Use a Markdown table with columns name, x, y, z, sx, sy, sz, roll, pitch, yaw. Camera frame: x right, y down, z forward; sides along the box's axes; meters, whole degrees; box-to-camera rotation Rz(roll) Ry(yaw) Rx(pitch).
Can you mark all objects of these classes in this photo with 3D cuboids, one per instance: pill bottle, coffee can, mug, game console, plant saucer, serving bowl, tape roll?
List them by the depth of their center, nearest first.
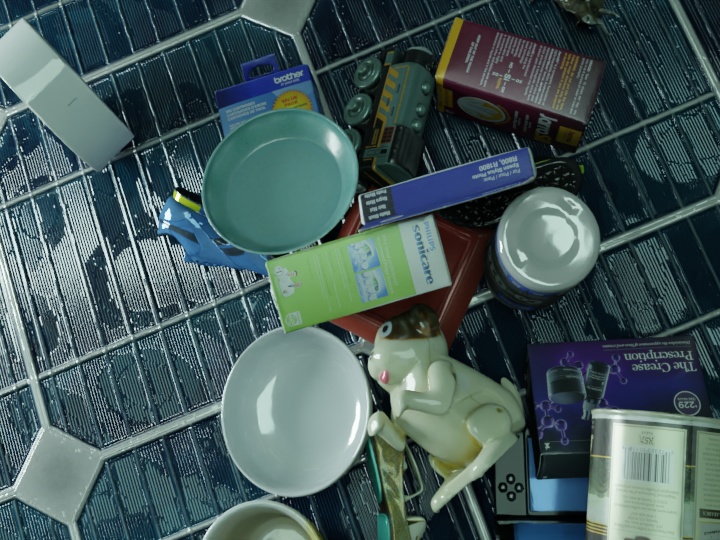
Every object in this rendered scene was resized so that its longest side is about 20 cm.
| name | x | y | z | sx | sy | sz | roll | pitch | yaw |
| --- | --- | --- | --- | --- | --- | --- | --- | --- | --- |
| coffee can | 0.296 | 0.247 | 0.876 | 0.143 | 0.146 | 0.205 | 5 | 80 | 8 |
| game console | 0.253 | 0.265 | 1.014 | 0.195 | 0.117 | 0.181 | -1 | 78 | 6 |
| mug | -0.089 | 0.356 | 1.015 | 0.148 | 0.153 | 0.188 | -36 | 77 | -2 |
| pill bottle | 0.202 | -0.016 | 1.032 | 0.111 | 0.200 | 0.117 | 0 | 79 | 2 |
| plant saucer | -0.095 | -0.104 | 1.080 | 0.195 | 0.036 | 0.205 | -4 | 65 | 9 |
| serving bowl | -0.071 | 0.173 | 1.088 | 0.195 | 0.066 | 0.205 | -4 | 77 | 19 |
| plant saucer | 0.052 | -0.003 | 1.135 | 0.196 | 0.037 | 0.203 | 25 | 81 | 11 |
| tape roll | -0.387 | -0.226 | 1.147 | 0.071 | 0.203 | 0.203 | -43 | 77 | -5 |

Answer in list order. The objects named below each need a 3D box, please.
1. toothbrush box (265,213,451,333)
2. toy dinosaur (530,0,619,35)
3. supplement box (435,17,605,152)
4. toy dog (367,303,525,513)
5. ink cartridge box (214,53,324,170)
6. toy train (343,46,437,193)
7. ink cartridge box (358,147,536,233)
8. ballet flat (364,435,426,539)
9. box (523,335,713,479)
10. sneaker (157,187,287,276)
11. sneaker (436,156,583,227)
| name | x | y | z | sx | sy | sz | roll | pitch | yaw |
| --- | --- | --- | --- | --- | --- | --- | --- | --- | --- |
| toothbrush box | 0.000 | 0.000 | 1.040 | 0.196 | 0.146 | 0.088 | -17 | 92 | 2 |
| toy dinosaur | 0.286 | -0.403 | 1.182 | 0.100 | 0.077 | 0.205 | 7 | 74 | -4 |
| supplement box | 0.200 | -0.234 | 1.127 | 0.196 | 0.110 | 0.087 | 19 | 81 | 10 |
| toy dog | 0.093 | 0.136 | 1.024 | 0.193 | 0.140 | 0.201 | -36 | 79 | -30 |
| ink cartridge box | -0.110 | -0.181 | 1.172 | 0.133 | 0.076 | 0.204 | -16 | 75 | 3 |
| toy train | 0.038 | -0.194 | 1.130 | 0.112 | 0.085 | 0.204 | 1 | 68 | 40 |
| ink cartridge box | 0.099 | -0.093 | 0.990 | 0.195 | 0.200 | 0.042 | -15 | 93 | 12 |
| ballet flat | 0.047 | 0.284 | 1.063 | 0.069 | 0.071 | 0.205 | -8 | 77 | 5 |
| box | 0.296 | 0.159 | 1.028 | 0.195 | 0.079 | 0.144 | -4 | 58 | 5 |
| sneaker | -0.178 | -0.029 | 1.158 | 0.197 | 0.066 | 0.080 | 30 | 99 | 10 |
| sneaker | 0.187 | -0.103 | 1.123 | 0.195 | 0.083 | 0.074 | -7 | 105 | 8 |
